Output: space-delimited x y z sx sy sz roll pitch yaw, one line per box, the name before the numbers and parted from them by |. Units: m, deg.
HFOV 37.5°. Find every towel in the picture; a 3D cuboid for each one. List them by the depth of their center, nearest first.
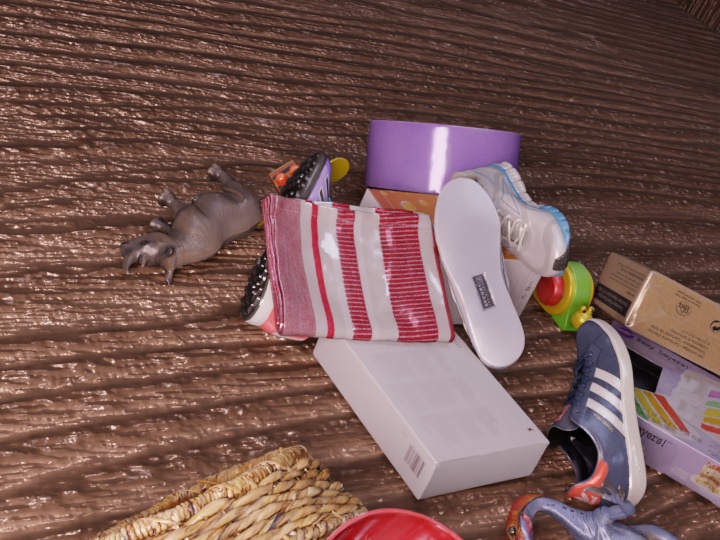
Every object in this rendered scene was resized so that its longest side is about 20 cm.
towel | 0.000 0.000 1.044 0.197 0.023 0.146 5 63 -30

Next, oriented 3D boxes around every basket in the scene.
basket | -0.110 0.179 0.710 0.149 0.144 0.199 40 32 25

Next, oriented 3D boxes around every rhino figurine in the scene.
rhino figurine | -0.177 -0.043 1.104 0.087 0.060 0.200 29 38 17

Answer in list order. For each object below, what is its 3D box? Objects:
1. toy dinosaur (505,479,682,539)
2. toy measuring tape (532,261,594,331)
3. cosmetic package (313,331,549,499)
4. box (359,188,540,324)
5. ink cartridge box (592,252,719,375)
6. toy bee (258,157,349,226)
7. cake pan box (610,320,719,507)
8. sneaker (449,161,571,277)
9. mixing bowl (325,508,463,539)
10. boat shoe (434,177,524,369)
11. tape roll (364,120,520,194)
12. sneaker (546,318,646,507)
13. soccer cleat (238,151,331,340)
toy dinosaur | 0.221 0.257 0.942 0.180 0.106 0.200 25 -11 27
toy measuring tape | 0.242 -0.001 1.340 0.073 0.074 0.201 6 35 -29
cosmetic package | 0.066 0.122 1.028 0.149 0.052 0.200 -3 39 -37
box | 0.095 -0.014 1.222 0.197 0.098 0.125 1 37 -35
ink cartridge box | 0.393 0.062 1.279 0.198 0.076 0.165 27 5 -5
toy bee | -0.061 -0.084 1.186 0.131 0.110 0.199 -42 38 -20
cake pan box | 0.337 0.152 1.187 0.198 0.053 0.184 31 28 12
sneaker | 0.159 -0.055 1.178 0.085 0.076 0.200 -1 30 -26
mixing bowl | 0.009 0.264 0.665 0.198 0.108 0.203 25 48 -31
boat shoe | 0.119 0.006 1.108 0.072 0.065 0.204 -9 79 -3
tape roll | 0.105 -0.142 1.363 0.196 0.087 0.200 5 5 0
sneaker | 0.225 0.137 1.057 0.083 0.075 0.203 4 55 -11
soccer cleat | -0.060 -0.026 1.086 0.073 0.068 0.203 28 64 -23
